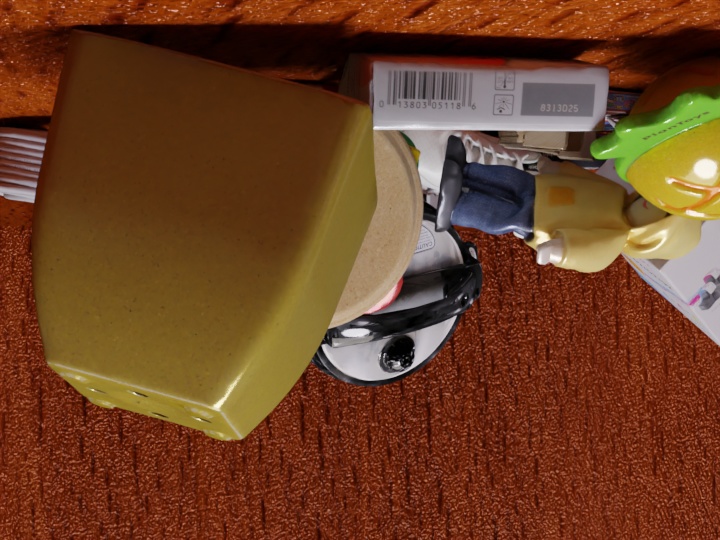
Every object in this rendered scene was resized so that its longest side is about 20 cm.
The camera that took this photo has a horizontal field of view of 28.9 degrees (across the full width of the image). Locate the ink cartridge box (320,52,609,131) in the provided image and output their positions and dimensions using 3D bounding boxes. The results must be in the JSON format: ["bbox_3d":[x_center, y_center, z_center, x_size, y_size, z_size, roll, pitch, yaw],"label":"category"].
[{"bbox_3d":[0.066,-0.134,0.973,0.160,0.051,0.200,0,-163,-11],"label":"ink cartridge box"}]

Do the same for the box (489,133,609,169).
[{"bbox_3d":[0.163,-0.111,1.319,0.198,0.037,0.143,-2,-174,6],"label":"box"}]

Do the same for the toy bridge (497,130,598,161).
[{"bbox_3d":[0.142,-0.106,1.099,0.066,0.028,0.200,6,-177,17],"label":"toy bridge"}]

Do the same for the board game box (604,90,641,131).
[{"bbox_3d":[0.222,-0.131,1.164,0.198,0.020,0.103,1,177,-29],"label":"board game box"}]

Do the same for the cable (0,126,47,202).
[{"bbox_3d":[-0.260,-0.091,1.330,0.198,0.070,0.200,10,-179,-2],"label":"cable"}]

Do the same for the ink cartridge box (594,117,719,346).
[{"bbox_3d":[0.252,-0.029,1.150,0.200,0.068,0.115,40,-175,-48],"label":"ink cartridge box"}]

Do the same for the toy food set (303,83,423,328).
[{"bbox_3d":[-0.044,-0.044,1.088,0.196,0.202,0.049,22,-173,-15],"label":"toy food set"}]

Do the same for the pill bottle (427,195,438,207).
[{"bbox_3d":[-0.013,-0.074,1.516,0.198,0.114,0.113,0,179,15],"label":"pill bottle"}]

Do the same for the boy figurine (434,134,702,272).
[{"bbox_3d":[0.154,-0.043,1.035,0.198,0.065,0.125,11,-143,7],"label":"boy figurine"}]

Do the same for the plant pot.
[{"bbox_3d":[-0.110,-0.006,0.904,0.193,0.202,0.194,15,165,6],"label":"plant pot"}]

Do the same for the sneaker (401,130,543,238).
[{"bbox_3d":[0.109,-0.088,1.184,0.198,0.076,0.081,21,170,-27],"label":"sneaker"}]

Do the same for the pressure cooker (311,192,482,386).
[{"bbox_3d":[0.001,0.002,1.226,0.178,0.176,0.200,40,179,-39],"label":"pressure cooker"}]

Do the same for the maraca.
[{"bbox_3d":[0.230,-0.091,0.934,0.136,0.108,0.199,-26,164,27],"label":"maraca"}]
